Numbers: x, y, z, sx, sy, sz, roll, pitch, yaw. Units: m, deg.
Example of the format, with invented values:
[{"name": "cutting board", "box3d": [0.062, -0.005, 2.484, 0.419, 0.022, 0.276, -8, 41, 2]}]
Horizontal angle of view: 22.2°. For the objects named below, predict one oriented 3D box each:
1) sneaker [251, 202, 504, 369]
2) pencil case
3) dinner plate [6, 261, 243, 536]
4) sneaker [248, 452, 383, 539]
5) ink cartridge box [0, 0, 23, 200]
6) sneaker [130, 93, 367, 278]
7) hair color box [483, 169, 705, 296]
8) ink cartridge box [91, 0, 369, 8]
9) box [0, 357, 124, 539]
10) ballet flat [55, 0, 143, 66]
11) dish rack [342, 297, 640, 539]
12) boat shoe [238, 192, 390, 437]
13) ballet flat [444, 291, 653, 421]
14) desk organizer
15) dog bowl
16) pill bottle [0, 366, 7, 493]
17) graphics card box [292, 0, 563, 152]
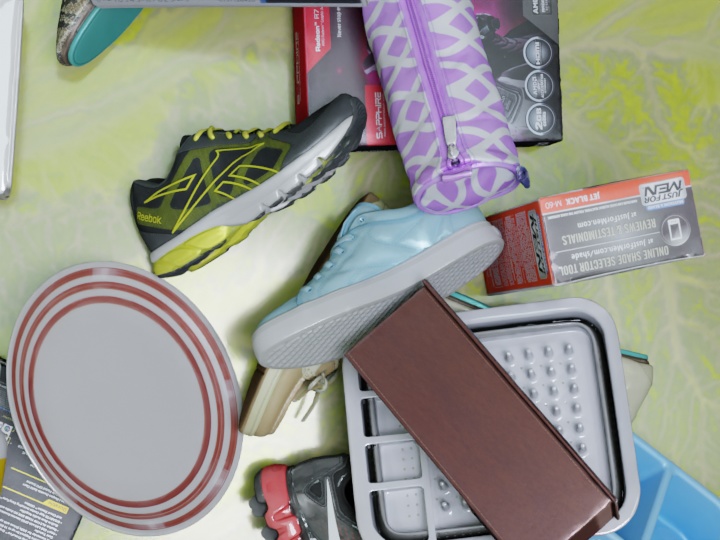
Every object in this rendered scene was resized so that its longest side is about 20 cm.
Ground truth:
[{"name": "sneaker", "box3d": [0.000, 0.000, 1.300, 0.199, 0.074, 0.082, -26, 64, -21]}, {"name": "pencil case", "box3d": [0.050, -0.137, 1.280, 0.083, 0.085, 0.202, -23, 69, 17]}, {"name": "dinner plate", "box3d": [-0.167, 0.091, 1.300, 0.199, 0.024, 0.202, 22, 55, -34]}, {"name": "sneaker", "box3d": [0.000, 0.222, 1.336, 0.097, 0.071, 0.202, -25, 92, 10]}, {"name": "ink cartridge box", "box3d": [-0.340, -0.128, 1.292, 0.198, 0.083, 0.148, 4, 88, -9]}, {"name": "sneaker", "box3d": [-0.087, -0.074, 1.313, 0.199, 0.074, 0.085, -35, 86, 15]}, {"name": "hair color box", "box3d": [0.158, -0.024, 1.311, 0.110, 0.200, 0.065, -11, 90, -10]}, {"name": "ink cartridge box", "box3d": [-0.082, -0.277, 1.290, 0.195, 0.047, 0.202, 1, 66, 12]}, {"name": "box", "box3d": [-0.288, 0.136, 1.311, 0.198, 0.049, 0.161, 24, 87, -8]}, {"name": "ballet flat", "box3d": [-0.163, -0.232, 1.341, 0.075, 0.068, 0.200, 42, 76, 16]}, {"name": "dish rack", "box3d": [0.092, 0.115, 1.304, 0.198, 0.044, 0.173, -8, 71, 6]}, {"name": "boat shoe", "box3d": [-0.022, 0.041, 1.344, 0.062, 0.073, 0.201, 32, 82, -8]}, {"name": "ballet flat", "box3d": [0.124, 0.067, 1.371, 0.198, 0.069, 0.070, 19, 86, -8]}, {"name": "desk organizer", "box3d": [0.082, 0.111, 1.248, 0.077, 0.072, 0.200, -39, 72, -4]}, {"name": "dog bowl", "box3d": [0.205, 0.184, 1.359, 0.199, 0.050, 0.112, 37, 50, -10]}, {"name": "pill bottle", "box3d": [-0.298, 0.155, 1.229, 0.111, 0.112, 0.202, 9, 88, -9]}, {"name": "graphics card box", "box3d": [0.050, -0.153, 1.373, 0.198, 0.051, 0.127, -1, 88, -10]}]
